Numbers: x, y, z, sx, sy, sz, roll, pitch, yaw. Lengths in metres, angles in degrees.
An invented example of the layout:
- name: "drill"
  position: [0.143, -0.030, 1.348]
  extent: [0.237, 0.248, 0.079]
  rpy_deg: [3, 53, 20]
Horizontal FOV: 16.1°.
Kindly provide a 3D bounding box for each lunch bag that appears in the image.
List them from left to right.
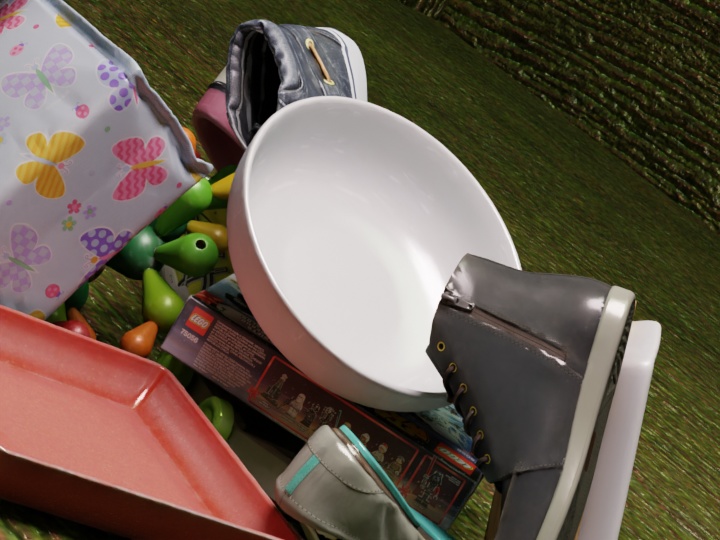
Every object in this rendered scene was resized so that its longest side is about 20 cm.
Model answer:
- name: "lunch bag"
  position: [-0.214, -0.078, 1.476]
  extent: [0.200, 0.169, 0.127]
  rpy_deg: [43, -8, 46]

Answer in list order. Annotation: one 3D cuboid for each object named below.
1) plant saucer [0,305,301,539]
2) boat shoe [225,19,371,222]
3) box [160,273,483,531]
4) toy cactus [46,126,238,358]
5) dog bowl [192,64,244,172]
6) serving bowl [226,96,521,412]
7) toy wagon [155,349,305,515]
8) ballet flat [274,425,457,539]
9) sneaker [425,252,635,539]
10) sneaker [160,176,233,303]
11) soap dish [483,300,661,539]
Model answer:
- name: "plant saucer"
  position: [-0.150, 0.084, 1.342]
  extent: [0.199, 0.037, 0.200]
  rpy_deg: [22, 15, -36]
- name: "boat shoe"
  position: [-0.034, -0.057, 1.573]
  extent: [0.091, 0.071, 0.202]
  rpy_deg: [5, 70, -53]
- name: "box"
  position: [-0.013, 0.075, 1.526]
  extent: [0.199, 0.040, 0.137]
  rpy_deg: [33, 11, 6]
- name: "toy cactus"
  position: [-0.157, -0.017, 1.558]
  extent: [0.164, 0.200, 0.103]
  rpy_deg: [2, -48, 42]
- name: "dog bowl"
  position: [-0.036, -0.064, 1.721]
  extent: [0.200, 0.074, 0.200]
  rpy_deg: [48, -11, 12]
- name: "serving bowl"
  position: [0.000, 0.000, 1.490]
  extent: [0.199, 0.066, 0.201]
  rpy_deg: [22, 48, -26]
- name: "toy wagon"
  position: [-0.038, 0.111, 1.512]
  extent: [0.155, 0.040, 0.200]
  rpy_deg: [24, 14, -32]
- name: "ballet flat"
  position: [0.015, 0.152, 1.394]
  extent: [0.067, 0.064, 0.200]
  rpy_deg: [44, -2, 45]
- name: "sneaker"
  position: [0.076, 0.094, 1.406]
  extent: [0.105, 0.201, 0.075]
  rpy_deg: [15, -14, 13]
- name: "sneaker"
  position: [-0.095, -0.001, 1.738]
  extent: [0.075, 0.077, 0.200]
  rpy_deg: [22, 16, -45]
- name: "soap dish"
  position: [0.122, 0.121, 1.529]
  extent: [0.081, 0.202, 0.157]
  rpy_deg: [13, 10, 7]
